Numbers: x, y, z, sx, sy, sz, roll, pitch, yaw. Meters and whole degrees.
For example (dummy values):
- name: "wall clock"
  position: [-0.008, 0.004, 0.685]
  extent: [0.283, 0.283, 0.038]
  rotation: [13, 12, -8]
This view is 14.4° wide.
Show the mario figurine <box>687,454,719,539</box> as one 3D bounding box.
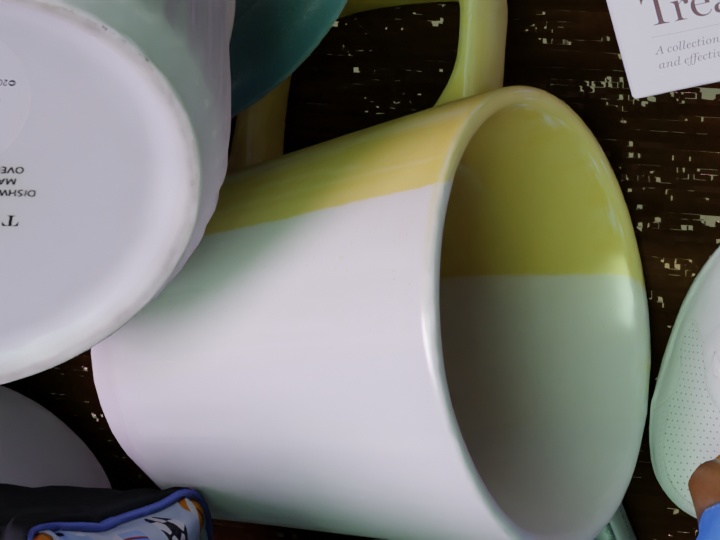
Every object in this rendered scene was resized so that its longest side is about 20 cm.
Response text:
- name: "mario figurine"
  position: [0.082, 0.157, 0.898]
  extent: [0.123, 0.106, 0.200]
  rotation: [35, 83, 32]

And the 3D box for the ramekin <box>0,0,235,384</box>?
- name: "ramekin"
  position: [-0.131, -0.054, 0.842]
  extent: [0.200, 0.105, 0.200]
  rotation: [-6, 134, -6]

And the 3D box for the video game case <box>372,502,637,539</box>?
- name: "video game case"
  position: [0.032, 0.183, 1.018]
  extent: [0.200, 0.023, 0.182]
  rotation: [-21, 93, 25]

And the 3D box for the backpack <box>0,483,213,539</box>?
- name: "backpack"
  position: [-0.090, 0.164, 0.864]
  extent: [0.154, 0.200, 0.191]
  rotation: [5, 91, 21]

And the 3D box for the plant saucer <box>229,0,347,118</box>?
- name: "plant saucer"
  position: [-0.096, -0.115, 0.884]
  extent: [0.200, 0.027, 0.200]
  rotation: [-7, 134, -7]

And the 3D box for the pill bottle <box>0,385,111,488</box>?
- name: "pill bottle"
  position: [-0.176, 0.138, 1.043]
  extent: [0.112, 0.112, 0.200]
  rotation: [42, 112, 9]

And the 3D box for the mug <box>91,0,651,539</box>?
- name: "mug"
  position: [0.002, 0.010, 0.951]
  extent: [0.153, 0.187, 0.149]
  rotation: [-7, 131, 32]

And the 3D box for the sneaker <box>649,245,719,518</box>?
- name: "sneaker"
  position: [0.139, 0.008, 0.887]
  extent: [0.074, 0.116, 0.200]
  rotation: [34, 113, 10]

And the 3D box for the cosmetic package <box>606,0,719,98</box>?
- name: "cosmetic package"
  position: [0.159, -0.144, 0.836]
  extent: [0.200, 0.052, 0.151]
  rotation: [-12, 118, 13]
